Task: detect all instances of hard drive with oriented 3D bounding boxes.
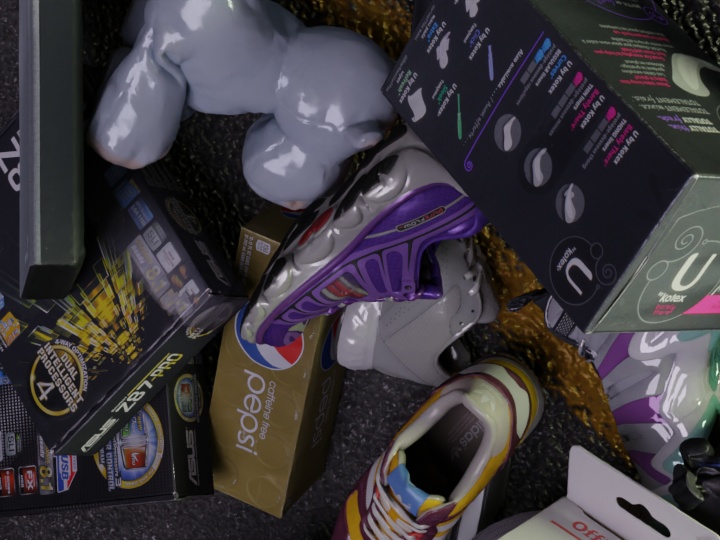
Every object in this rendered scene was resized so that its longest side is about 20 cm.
[{"bbox_3d":[-0.184,-0.090,1.101,0.033,0.140,0.201,0,81,-13],"label":"hard drive"}]

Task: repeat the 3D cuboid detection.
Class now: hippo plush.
[{"bbox_3d":[-0.054,-0.129,1.092,0.160,0.160,0.200,24,125,-14],"label":"hippo plush"}]

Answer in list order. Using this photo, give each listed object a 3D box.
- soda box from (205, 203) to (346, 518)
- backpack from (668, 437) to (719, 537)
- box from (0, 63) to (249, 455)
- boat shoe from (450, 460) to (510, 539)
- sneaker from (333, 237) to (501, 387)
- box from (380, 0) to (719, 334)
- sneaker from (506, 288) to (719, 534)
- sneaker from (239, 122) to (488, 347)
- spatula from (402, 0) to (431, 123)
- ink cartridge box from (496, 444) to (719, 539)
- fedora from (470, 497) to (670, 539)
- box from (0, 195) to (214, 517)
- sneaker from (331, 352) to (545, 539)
[{"bbox_3d":[-0.049,0.057,1.202,0.068,0.064,0.201,22,122,17],"label":"soda box"},{"bbox_3d":[0.292,0.167,1.016,0.199,0.147,0.184,11,121,36],"label":"backpack"},{"bbox_3d":[-0.179,-0.008,1.185,0.161,0.049,0.200,-42,65,20],"label":"box"},{"bbox_3d":[0.051,0.189,1.211,0.060,0.076,0.201,18,108,20],"label":"boat shoe"},{"bbox_3d":[0.048,-0.013,1.120,0.092,0.076,0.200,20,129,10],"label":"sneaker"},{"bbox_3d":[0.123,-0.070,0.963,0.200,0.122,0.106,53,126,34],"label":"box"},{"bbox_3d":[0.149,0.049,1.091,0.139,0.078,0.201,14,110,23],"label":"sneaker"},{"bbox_3d":[0.000,0.000,1.054,0.083,0.081,0.200,38,139,-12],"label":"sneaker"},{"bbox_3d":[0.038,-0.168,1.031,0.056,0.021,0.201,5,101,17],"label":"spatula"},{"bbox_3d":[0.129,0.211,1.039,0.116,0.067,0.201,31,131,36],"label":"ink cartridge box"},{"bbox_3d":[0.144,0.216,1.158,0.176,0.090,0.201,19,125,19],"label":"fedora"},{"bbox_3d":[-0.180,0.058,1.235,0.160,0.044,0.201,-9,83,32],"label":"box"},{"bbox_3d":[0.029,0.135,1.117,0.075,0.090,0.200,38,112,15],"label":"sneaker"}]
